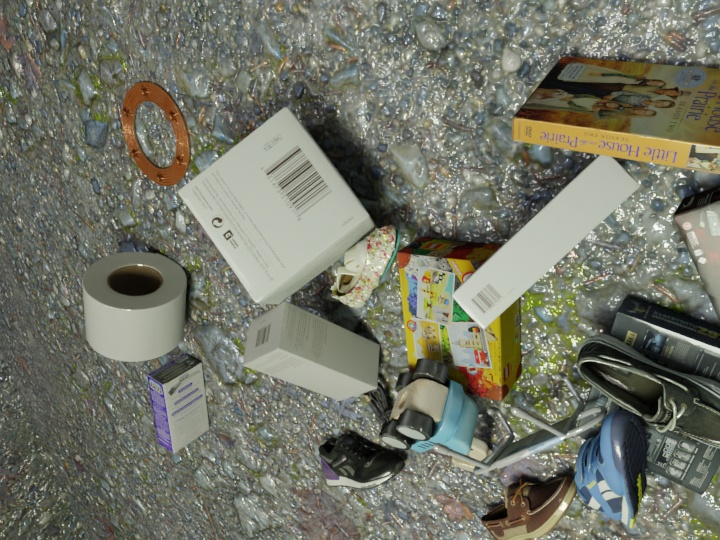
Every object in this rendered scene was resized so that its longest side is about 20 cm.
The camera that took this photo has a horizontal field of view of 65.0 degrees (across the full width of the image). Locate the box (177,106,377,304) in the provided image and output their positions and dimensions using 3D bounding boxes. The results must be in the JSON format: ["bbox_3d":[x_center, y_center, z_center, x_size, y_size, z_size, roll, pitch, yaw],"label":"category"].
[{"bbox_3d":[-0.113,-0.086,0.821,0.200,0.131,0.199,-37,82,3],"label":"box"}]

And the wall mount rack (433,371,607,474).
[{"bbox_3d":[0.190,0.194,0.694,0.200,0.173,0.075,-39,75,33],"label":"wall mount rack"}]

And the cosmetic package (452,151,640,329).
[{"bbox_3d":[0.188,-0.025,0.610,0.200,0.151,0.052,-44,79,7],"label":"cosmetic package"}]

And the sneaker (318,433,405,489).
[{"bbox_3d":[-0.009,0.348,1.048,0.199,0.076,0.088,-22,90,42],"label":"sneaker"}]

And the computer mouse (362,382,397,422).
[{"bbox_3d":[0.094,0.210,0.921,0.200,0.044,0.110,-27,98,43],"label":"computer mouse"}]

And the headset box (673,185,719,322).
[{"bbox_3d":[0.429,-0.030,0.528,0.199,0.075,0.149,-22,96,42],"label":"headset box"}]

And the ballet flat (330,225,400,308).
[{"bbox_3d":[0.000,0.000,0.842,0.064,0.076,0.200,9,146,-12],"label":"ballet flat"}]

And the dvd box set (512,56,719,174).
[{"bbox_3d":[0.268,-0.157,0.547,0.199,0.146,0.030,19,141,31],"label":"dvd box set"}]

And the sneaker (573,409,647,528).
[{"bbox_3d":[0.298,0.239,0.688,0.082,0.074,0.201,16,139,38],"label":"sneaker"}]

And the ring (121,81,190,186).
[{"bbox_3d":[-0.405,-0.262,1.100,0.200,0.019,0.202,17,121,31],"label":"ring"}]

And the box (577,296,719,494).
[{"bbox_3d":[0.364,0.150,0.679,0.157,0.051,0.201,21,123,28],"label":"box"}]

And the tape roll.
[{"bbox_3d":[-0.470,0.073,1.185,0.202,0.202,0.140,30,125,23],"label":"tape roll"}]

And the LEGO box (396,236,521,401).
[{"bbox_3d":[0.140,0.063,0.793,0.148,0.077,0.201,7,115,35],"label":"LEGO box"}]

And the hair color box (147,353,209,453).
[{"bbox_3d":[-0.422,0.310,1.320,0.065,0.109,0.201,20,121,30],"label":"hair color box"}]

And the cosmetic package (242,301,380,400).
[{"bbox_3d":[-0.075,0.138,0.917,0.199,0.085,0.107,28,141,-33],"label":"cosmetic package"}]

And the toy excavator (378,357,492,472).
[{"bbox_3d":[0.129,0.231,0.809,0.199,0.100,0.195,26,149,-5],"label":"toy excavator"}]

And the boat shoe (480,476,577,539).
[{"bbox_3d":[0.248,0.356,0.855,0.072,0.072,0.200,41,136,14],"label":"boat shoe"}]

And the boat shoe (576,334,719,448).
[{"bbox_3d":[0.329,0.145,0.621,0.199,0.071,0.072,26,125,26],"label":"boat shoe"}]
